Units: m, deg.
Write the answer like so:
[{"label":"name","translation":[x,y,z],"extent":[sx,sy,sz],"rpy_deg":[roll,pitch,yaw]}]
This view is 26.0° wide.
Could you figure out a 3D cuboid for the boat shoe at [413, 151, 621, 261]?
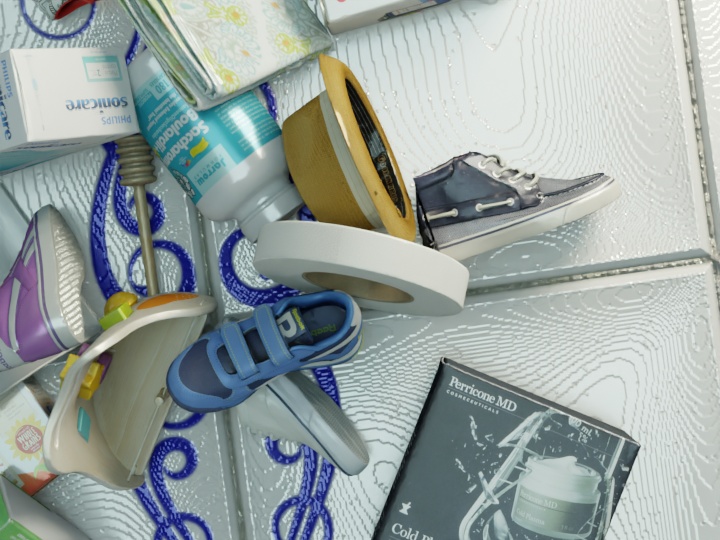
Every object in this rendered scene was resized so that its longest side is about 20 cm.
[{"label":"boat shoe","translation":[0.143,-0.078,1.488],"extent":[0.198,0.075,0.094],"rpy_deg":[-20,96,3]}]

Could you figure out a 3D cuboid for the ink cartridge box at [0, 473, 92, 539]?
[{"label":"ink cartridge box","translation":[-0.361,0.314,1.481],"extent":[0.200,0.084,0.146],"rpy_deg":[-42,127,2]}]

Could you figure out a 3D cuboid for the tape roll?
[{"label":"tape roll","translation":[0.000,0.000,1.434],"extent":[0.200,0.203,0.037],"rpy_deg":[12,80,3]}]

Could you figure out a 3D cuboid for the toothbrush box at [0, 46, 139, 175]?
[{"label":"toothbrush box","translation":[-0.326,-0.141,1.436],"extent":[0.198,0.146,0.086],"rpy_deg":[-11,91,36]}]

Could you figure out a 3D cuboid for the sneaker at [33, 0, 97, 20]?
[{"label":"sneaker","translation":[-0.251,-0.331,1.511],"extent":[0.201,0.067,0.108],"rpy_deg":[-38,90,6]}]

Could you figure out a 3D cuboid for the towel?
[{"label":"towel","translation":[-0.134,-0.248,1.456],"extent":[0.048,0.200,0.172],"rpy_deg":[-34,90,42]}]

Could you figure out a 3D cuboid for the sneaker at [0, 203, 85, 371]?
[{"label":"sneaker","translation":[-0.321,0.017,1.464],"extent":[0.113,0.201,0.073],"rpy_deg":[-25,123,8]}]

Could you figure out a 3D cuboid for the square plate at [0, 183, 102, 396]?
[{"label":"square plate","translation":[-0.375,0.026,1.487],"extent":[0.200,0.028,0.199],"rpy_deg":[-36,89,-40]}]

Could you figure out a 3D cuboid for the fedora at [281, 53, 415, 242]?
[{"label":"fedora","translation":[-0.017,-0.097,1.446],"extent":[0.081,0.201,0.203],"rpy_deg":[-23,90,11]}]

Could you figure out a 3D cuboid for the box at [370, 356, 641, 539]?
[{"label":"box","translation":[0.132,0.211,1.470],"extent":[0.198,0.124,0.199],"rpy_deg":[21,90,2]}]

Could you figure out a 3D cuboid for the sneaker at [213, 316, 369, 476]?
[{"label":"sneaker","translation":[-0.078,0.134,1.511],"extent":[0.200,0.073,0.071],"rpy_deg":[43,102,10]}]

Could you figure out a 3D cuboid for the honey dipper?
[{"label":"honey dipper","translation":[-0.208,-0.031,1.527],"extent":[0.037,0.038,0.203],"rpy_deg":[-8,92,3]}]

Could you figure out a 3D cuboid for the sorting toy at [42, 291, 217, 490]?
[{"label":"sorting toy","translation":[-0.236,0.109,1.443],"extent":[0.106,0.180,0.202],"rpy_deg":[25,102,8]}]

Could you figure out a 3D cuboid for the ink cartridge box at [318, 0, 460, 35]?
[{"label":"ink cartridge box","translation":[0.044,-0.322,1.485],"extent":[0.198,0.088,0.147],"rpy_deg":[-15,89,1]}]

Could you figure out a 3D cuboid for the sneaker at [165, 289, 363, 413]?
[{"label":"sneaker","translation":[-0.087,0.067,1.444],"extent":[0.198,0.082,0.074],"rpy_deg":[-22,73,-17]}]

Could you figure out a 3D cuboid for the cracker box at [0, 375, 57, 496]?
[{"label":"cracker box","translation":[-0.380,0.140,1.525],"extent":[0.133,0.058,0.201],"rpy_deg":[-37,90,1]}]

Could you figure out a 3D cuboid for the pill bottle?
[{"label":"pill bottle","translation":[-0.136,-0.125,1.484],"extent":[0.110,0.111,0.201],"rpy_deg":[-38,88,3]}]
